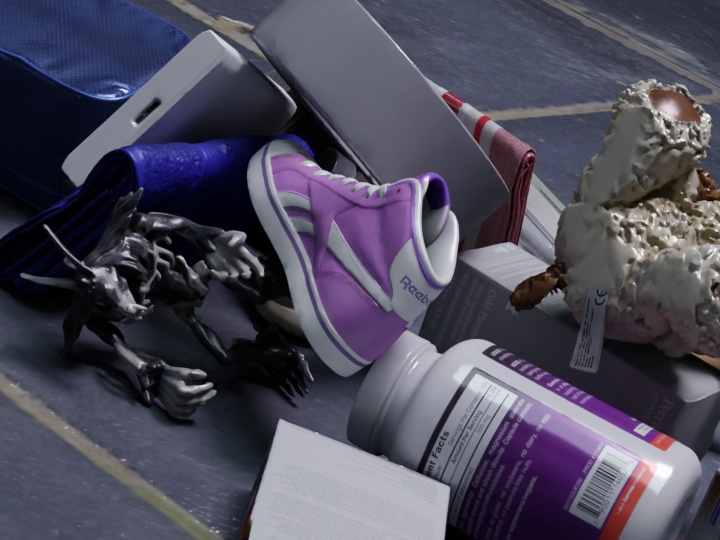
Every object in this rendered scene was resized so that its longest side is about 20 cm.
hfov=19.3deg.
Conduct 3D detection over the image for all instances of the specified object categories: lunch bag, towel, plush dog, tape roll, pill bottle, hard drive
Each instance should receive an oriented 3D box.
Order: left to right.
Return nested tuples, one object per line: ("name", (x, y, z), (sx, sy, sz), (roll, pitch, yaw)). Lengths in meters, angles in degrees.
("lunch bag", (-0.229, -0.127, 1.528), (0.199, 0.133, 0.136), (31, 37, 21))
("towel", (-0.132, -0.036, 1.400), (0.199, 0.147, 0.050), (-12, 72, -56))
("hard drive", (-0.119, -0.092, 1.441), (0.026, 0.132, 0.200), (49, 4, 12))
("tape roll", (0.013, -0.104, 1.418), (0.201, 0.066, 0.200), (49, 0, 0))
("towel", (0.055, -0.077, 1.674), (0.023, 0.145, 0.200), (-18, 41, -37))
("pill bottle", (0.095, 0.115, 1.262), (0.199, 0.113, 0.112), (28, 21, 17))
("plush dog", (0.204, 0.002, 1.374), (0.171, 0.160, 0.201), (18, 46, -46))

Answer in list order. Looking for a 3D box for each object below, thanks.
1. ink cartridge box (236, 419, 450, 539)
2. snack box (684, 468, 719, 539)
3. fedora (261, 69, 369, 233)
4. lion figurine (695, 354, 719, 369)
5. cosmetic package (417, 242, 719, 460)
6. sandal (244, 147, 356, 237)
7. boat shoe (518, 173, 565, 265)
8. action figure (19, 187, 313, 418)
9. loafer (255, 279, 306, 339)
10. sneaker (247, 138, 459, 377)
("ink cartridge box", (-0.014, 0.158, 1.135), (0.108, 0.051, 0.200), (21, 21, -2))
("snack box", (0.280, 0.155, 1.410), (0.024, 0.072, 0.199), (32, 22, 33))
("fedora", (-0.017, -0.082, 1.641), (0.199, 0.178, 0.090), (-5, -38, 37))
("lion figurine", (0.240, 0.067, 1.521), (0.199, 0.123, 0.072), (3, 26, -43))
("cosmetic package", (0.139, 0.075, 1.424), (0.199, 0.107, 0.090), (32, 24, 30))
("sandal", (-0.063, -0.068, 1.524), (0.043, 0.076, 0.200), (35, -17, -21))
("boat shoe", (0.146, -0.013, 1.701), (0.201, 0.071, 0.070), (49, 15, 0))
("action figure", (-0.105, 0.020, 1.302), (0.199, 0.120, 0.102), (12, 16, -40))
("loafer", (0.000, 0.000, 1.524), (0.075, 0.069, 0.200), (30, 22, 19))
("sneaker", (0.003, -0.034, 1.299), (0.073, 0.114, 0.201), (36, 20, -41))
